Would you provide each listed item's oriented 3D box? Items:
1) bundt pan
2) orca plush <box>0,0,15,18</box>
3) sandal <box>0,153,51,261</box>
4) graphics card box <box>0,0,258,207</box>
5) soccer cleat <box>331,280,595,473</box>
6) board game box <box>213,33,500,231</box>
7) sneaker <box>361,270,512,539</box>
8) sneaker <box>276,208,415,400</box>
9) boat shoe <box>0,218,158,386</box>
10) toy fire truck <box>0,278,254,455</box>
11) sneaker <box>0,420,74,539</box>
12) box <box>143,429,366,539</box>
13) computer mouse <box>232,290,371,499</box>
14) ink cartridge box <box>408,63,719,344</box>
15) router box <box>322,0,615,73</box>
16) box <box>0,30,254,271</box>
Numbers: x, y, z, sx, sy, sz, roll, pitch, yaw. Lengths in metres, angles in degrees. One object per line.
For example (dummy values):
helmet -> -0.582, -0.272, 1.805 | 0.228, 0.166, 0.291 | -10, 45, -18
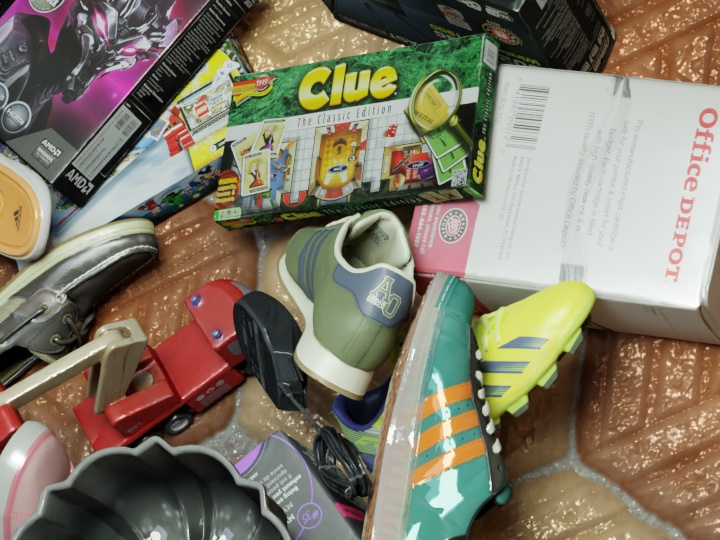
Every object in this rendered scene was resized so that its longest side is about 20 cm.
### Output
bundt pan -> -0.112, 0.203, 1.552 | 0.201, 0.076, 0.203 | -6, 73, 21
orca plush -> -0.202, -0.249, 1.870 | 0.199, 0.071, 0.106 | -33, 63, 7
sandal -> -0.276, -0.057, 1.789 | 0.206, 0.059, 0.080 | 19, 102, 53
graphics card box -> -0.172, -0.157, 1.795 | 0.125, 0.051, 0.200 | 40, 89, 28
soccer cleat -> 0.059, 0.059, 1.620 | 0.084, 0.065, 0.200 | 47, 124, -5
board game box -> -0.004, -0.087, 1.694 | 0.199, 0.023, 0.105 | -7, 64, 35
sneaker -> 0.052, 0.102, 1.559 | 0.079, 0.071, 0.201 | 12, 75, -5
sneaker -> 0.000, 0.000, 1.641 | 0.067, 0.200, 0.090 | 28, 108, -15
boat shoe -> -0.212, 0.036, 1.777 | 0.199, 0.073, 0.065 | -32, 71, 14
toy fire truck -> -0.154, 0.067, 1.698 | 0.200, 0.141, 0.049 | -36, 63, 5
sneaker -> -0.172, 0.184, 1.653 | 0.104, 0.201, 0.075 | 15, 38, 16
box -> -0.023, 0.216, 1.614 | 0.122, 0.106, 0.200 | -39, 63, 5
computer mouse -> -0.030, 0.073, 1.610 | 0.034, 0.059, 0.200 | -17, 38, -16
ink cartridge box -> 0.142, -0.042, 1.660 | 0.199, 0.083, 0.147 | 8, 74, 23
router box -> 0.051, -0.188, 1.710 | 0.199, 0.150, 0.062 | 23, 80, 26
box -> -0.164, -0.095, 1.819 | 0.199, 0.038, 0.137 | -29, 63, 8
